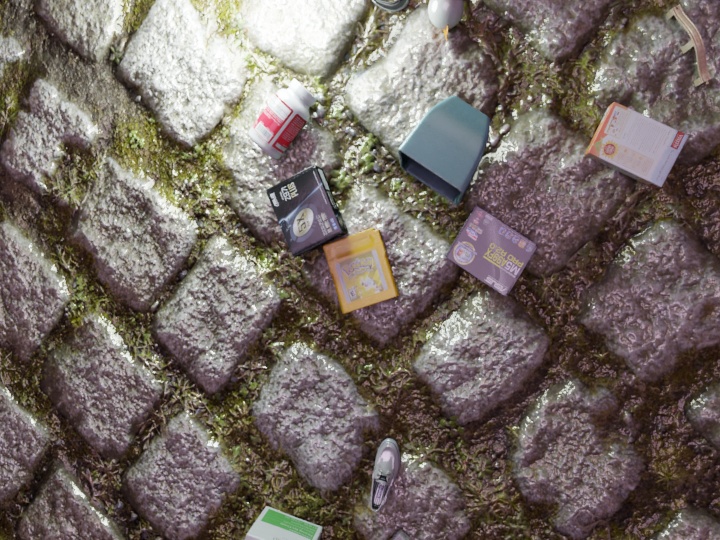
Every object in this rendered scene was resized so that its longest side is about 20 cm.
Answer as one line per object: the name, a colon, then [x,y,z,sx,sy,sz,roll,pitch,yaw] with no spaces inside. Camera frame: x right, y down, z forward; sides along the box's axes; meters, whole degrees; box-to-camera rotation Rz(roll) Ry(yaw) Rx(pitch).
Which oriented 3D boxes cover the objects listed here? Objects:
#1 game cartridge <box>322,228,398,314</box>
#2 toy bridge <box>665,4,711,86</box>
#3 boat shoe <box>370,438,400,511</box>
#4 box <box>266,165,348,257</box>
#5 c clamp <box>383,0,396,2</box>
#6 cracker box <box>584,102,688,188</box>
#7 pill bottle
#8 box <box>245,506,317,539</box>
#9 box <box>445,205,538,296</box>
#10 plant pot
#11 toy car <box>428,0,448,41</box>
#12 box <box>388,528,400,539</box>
game cartridge: [0.000,0.000,1.528,0.172,0.032,0.206,-18,91,12]
toy bridge: [0.802,-0.546,1.306,0.027,0.067,0.205,-22,89,12]
boat shoe: [0.070,0.588,1.540,0.071,0.067,0.207,9,96,10]
box: [-0.149,-0.165,1.518,0.160,0.086,0.205,-23,90,13]
c clamp: [0.072,-0.807,1.459,0.165,0.027,0.207,10,95,5]
cracker box: [0.687,-0.312,1.352,0.196,0.058,0.137,28,100,9]
pill bottle: [-0.213,-0.422,1.498,0.112,0.112,0.201,42,100,5]
box: [-0.238,0.844,1.568,0.193,0.171,0.206,15,97,9]
box: [0.349,-0.053,1.447,0.197,0.044,0.163,34,99,7]
plant pot: [0.230,-0.318,1.383,0.193,0.196,0.203,34,92,7]
toy car: [0.219,-0.705,1.390,0.178,0.179,0.205,-1,123,-2]
box: [0.062,0.834,1.574,0.041,0.039,0.200,44,101,6]
